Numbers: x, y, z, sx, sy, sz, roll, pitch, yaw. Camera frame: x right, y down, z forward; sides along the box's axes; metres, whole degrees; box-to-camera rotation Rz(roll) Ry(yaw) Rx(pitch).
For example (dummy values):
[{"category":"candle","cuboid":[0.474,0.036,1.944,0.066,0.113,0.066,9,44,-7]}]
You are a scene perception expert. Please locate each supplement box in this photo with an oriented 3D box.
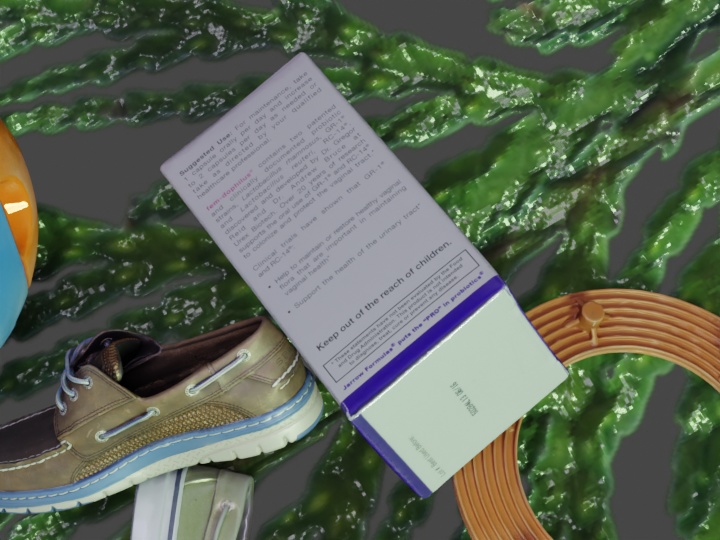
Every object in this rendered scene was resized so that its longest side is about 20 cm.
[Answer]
[{"category":"supplement box","cuboid":[0.000,0.000,1.283,0.103,0.101,0.200,-40,54,-1]}]

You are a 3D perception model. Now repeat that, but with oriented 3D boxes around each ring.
[{"category":"ring","cuboid":[0.144,0.098,1.290,0.200,0.019,0.201,5,62,-9]}]

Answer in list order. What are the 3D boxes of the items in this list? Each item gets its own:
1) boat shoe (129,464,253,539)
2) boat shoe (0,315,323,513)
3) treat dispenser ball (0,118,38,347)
[{"category":"boat shoe","cuboid":[-0.091,0.197,1.319,0.062,0.072,0.200,1,79,9]},{"category":"boat shoe","cuboid":[-0.123,0.068,1.324,0.200,0.072,0.072,-17,116,10]},{"category":"treat dispenser ball","cuboid":[-0.267,-0.020,1.304,0.201,0.201,0.201,-1,82,7]}]
